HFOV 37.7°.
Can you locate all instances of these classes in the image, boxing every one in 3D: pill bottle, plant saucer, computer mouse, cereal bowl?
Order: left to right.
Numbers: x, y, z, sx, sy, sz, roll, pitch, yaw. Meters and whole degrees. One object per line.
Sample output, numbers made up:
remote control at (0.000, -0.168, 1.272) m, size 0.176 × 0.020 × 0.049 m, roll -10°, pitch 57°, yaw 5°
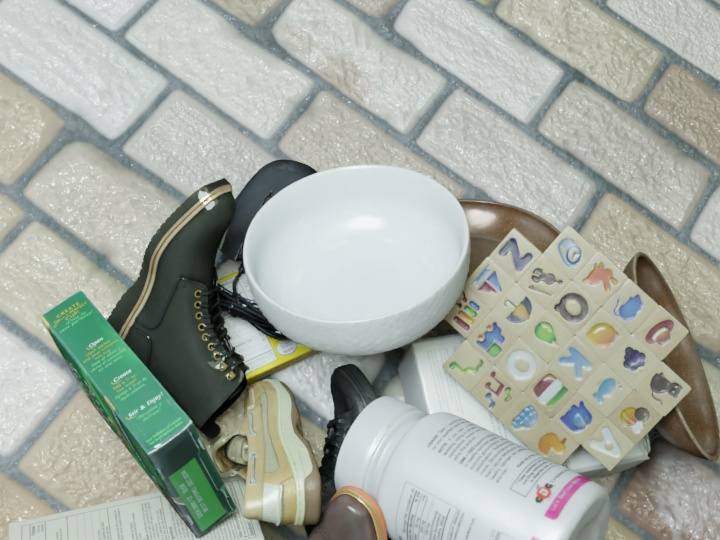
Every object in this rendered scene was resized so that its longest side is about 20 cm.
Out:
computer mouse at (-0.071, -0.030, 0.998) m, size 0.139 × 0.046 × 0.201 m, roll 25°, pitch 57°, yaw 14°
cereal bowl at (0.000, 0.000, 0.919) m, size 0.198 × 0.084 × 0.201 m, roll -5°, pitch 44°, yaw 5°
pill bottle at (0.084, 0.181, 0.833) m, size 0.199 × 0.114 × 0.114 m, roll 23°, pitch 62°, yaw 31°
plant saucer at (0.103, -0.001, 1.012) m, size 0.198 × 0.037 × 0.201 m, roll -2°, pitch 36°, yaw 2°
plant saucer at (0.282, 0.083, 0.989) m, size 0.036 × 0.200 × 0.202 m, roll -21°, pitch 68°, yaw 25°

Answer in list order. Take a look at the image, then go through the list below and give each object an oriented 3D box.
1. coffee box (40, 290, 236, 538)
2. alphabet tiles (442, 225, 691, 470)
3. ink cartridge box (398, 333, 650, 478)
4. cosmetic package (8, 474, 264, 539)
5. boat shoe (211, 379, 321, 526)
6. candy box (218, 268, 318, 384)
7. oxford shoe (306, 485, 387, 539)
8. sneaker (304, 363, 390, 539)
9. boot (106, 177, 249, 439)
coffee box at (-0.183, 0.115, 0.860) m, size 0.044 × 0.124 × 0.200 m, roll -34°, pitch 48°, yaw -19°
alphabet tiles at (0.172, 0.067, 0.899) m, size 0.200 × 0.006 × 0.167 m, roll 42°, pitch 103°, yaw 7°
ink cartridge box at (0.149, 0.129, 0.982) m, size 0.198 × 0.085 × 0.147 m, roll -8°, pitch 70°, yaw -12°
cosmetic package at (-0.179, 0.241, 0.856) m, size 0.198 × 0.074 × 0.104 m, roll -10°, pitch 26°, yaw -13°
boat shoe at (-0.087, 0.145, 0.880) m, size 0.075 × 0.200 × 0.072 m, roll -4°, pitch 105°, yaw -13°
candy box at (-0.067, 0.035, 1.009) m, size 0.198 × 0.026 × 0.103 m, roll -23°, pitch 70°, yaw -19°
oxford shoe at (-0.033, 0.264, 0.834) m, size 0.071 × 0.202 × 0.072 m, roll 27°, pitch 23°, yaw 25°
sneaker at (-0.020, 0.189, 0.938) m, size 0.103 × 0.060 × 0.202 m, roll -14°, pitch 75°, yaw -21°
boot at (-0.128, 0.034, 0.917) m, size 0.138 × 0.201 × 0.077 m, roll 43°, pitch 33°, yaw 13°
